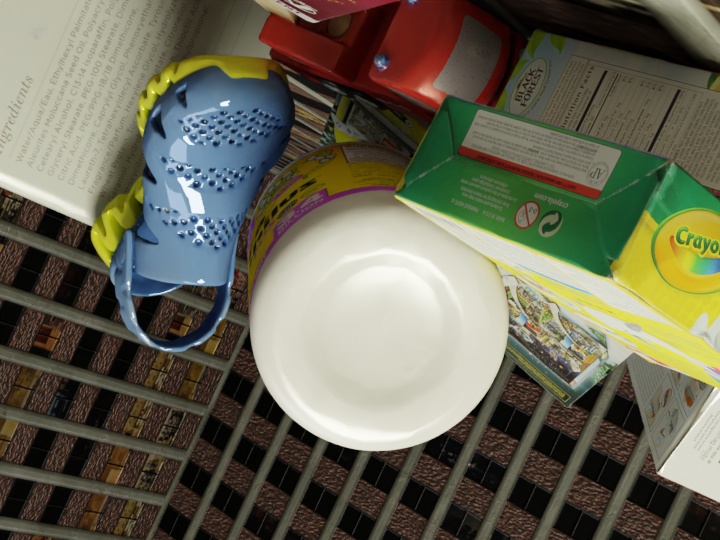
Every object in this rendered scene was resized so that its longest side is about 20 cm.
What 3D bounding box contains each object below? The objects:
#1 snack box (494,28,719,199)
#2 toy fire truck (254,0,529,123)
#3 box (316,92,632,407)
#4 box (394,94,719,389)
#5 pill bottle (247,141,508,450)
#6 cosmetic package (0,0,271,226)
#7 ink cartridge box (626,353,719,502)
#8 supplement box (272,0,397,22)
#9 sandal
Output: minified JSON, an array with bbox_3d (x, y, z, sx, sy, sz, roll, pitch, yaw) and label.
[{"bbox_3d":[0.164,-0.023,0.578,0.199,0.053,0.142,27,180,-42],"label":"snack box"},{"bbox_3d":[-0.030,-0.120,0.617,0.141,0.049,0.199,25,-179,-44],"label":"toy fire truck"},{"bbox_3d":[0.066,-0.025,0.745,0.200,0.038,0.137,41,157,5],"label":"box"},{"bbox_3d":[0.119,0.009,0.528,0.199,0.049,0.117,33,176,-40],"label":"box"},{"bbox_3d":[0.000,0.000,0.640,0.104,0.105,0.200,25,-170,-10],"label":"pill bottle"},{"bbox_3d":[-0.181,-0.130,0.826,0.199,0.166,0.165,25,180,-32],"label":"cosmetic package"},{"bbox_3d":[0.261,0.076,0.875,0.174,0.084,0.200,25,-157,-8],"label":"ink cartridge box"},{"bbox_3d":[-0.022,-0.109,0.309,0.108,0.061,0.200,26,179,-15],"label":"supplement box"},{"bbox_3d":[-0.079,-0.028,0.704,0.079,0.088,0.200,-1,148,-22],"label":"sandal"}]
